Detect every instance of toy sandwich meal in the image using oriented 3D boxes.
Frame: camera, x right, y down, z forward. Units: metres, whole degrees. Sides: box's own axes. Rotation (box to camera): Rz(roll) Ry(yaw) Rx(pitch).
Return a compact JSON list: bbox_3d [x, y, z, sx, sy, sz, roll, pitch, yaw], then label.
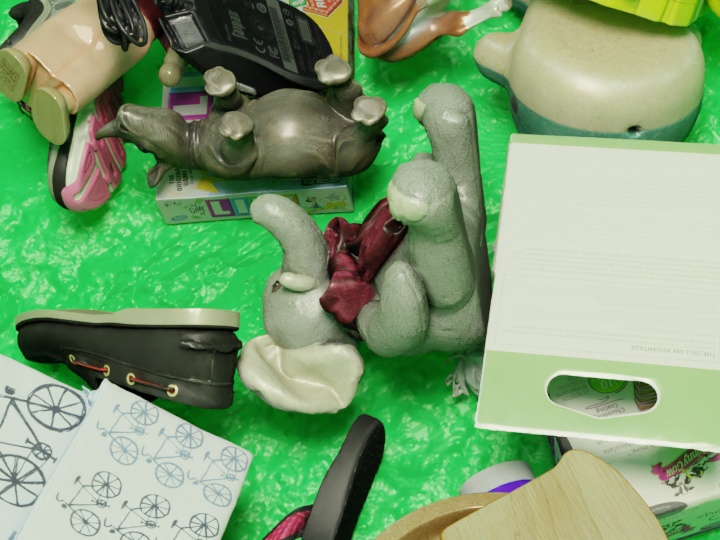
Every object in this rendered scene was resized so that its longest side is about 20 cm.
[{"bbox_3d":[0.078,0.186,0.869,0.202,0.071,0.207,-2,52,2],"label":"toy sandwich meal"}]

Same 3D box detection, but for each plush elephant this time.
[{"bbox_3d":[0.000,0.000,1.016,0.153,0.202,0.165,-5,32,12],"label":"plush elephant"}]

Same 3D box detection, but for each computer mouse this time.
[{"bbox_3d":[-0.110,-0.178,1.104,0.046,0.198,0.142,-41,57,35],"label":"computer mouse"}]

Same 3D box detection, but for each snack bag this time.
[{"bbox_3d":[-0.170,0.119,0.908,0.198,0.022,0.189,26,35,-2],"label":"snack bag"}]

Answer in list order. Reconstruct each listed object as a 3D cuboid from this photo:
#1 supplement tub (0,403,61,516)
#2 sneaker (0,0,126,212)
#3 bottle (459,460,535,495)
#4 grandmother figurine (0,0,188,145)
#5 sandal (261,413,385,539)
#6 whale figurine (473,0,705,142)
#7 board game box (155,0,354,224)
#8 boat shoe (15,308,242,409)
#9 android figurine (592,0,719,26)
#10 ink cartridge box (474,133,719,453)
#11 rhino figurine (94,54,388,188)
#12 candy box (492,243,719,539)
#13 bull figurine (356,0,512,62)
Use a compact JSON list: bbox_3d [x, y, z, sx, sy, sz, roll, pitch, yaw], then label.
[{"bbox_3d":[-0.185,0.186,0.959,0.145,0.145,0.200,-38,64,-12],"label":"supplement tub"},{"bbox_3d":[-0.215,-0.121,1.167,0.086,0.074,0.202,-8,57,4],"label":"sneaker"},{"bbox_3d":[0.111,0.207,0.946,0.083,0.065,0.202,-23,61,5],"label":"bottle"},{"bbox_3d":[-0.161,-0.173,1.129,0.122,0.060,0.200,50,54,-4],"label":"grandmother figurine"},{"bbox_3d":[-0.038,0.173,0.987,0.045,0.075,0.202,15,58,13],"label":"sandal"},{"bbox_3d":[0.151,-0.135,1.115,0.157,0.105,0.201,-7,38,-10],"label":"whale figurine"},{"bbox_3d":[-0.071,-0.132,1.170,0.133,0.034,0.202,-4,62,7],"label":"board game box"},{"bbox_3d":[-0.152,0.054,1.037,0.200,0.073,0.064,1,87,44],"label":"boat shoe"},{"bbox_3d":[0.174,-0.205,1.092,0.180,0.200,0.042,25,111,16],"label":"android figurine"},{"bbox_3d":[0.149,0.016,0.981,0.143,0.048,0.202,4,63,11],"label":"ink cartridge box"},{"bbox_3d":[-0.077,-0.089,1.079,0.197,0.088,0.061,-4,67,6],"label":"rhino figurine"},{"bbox_3d":[0.172,0.062,1.015,0.135,0.061,0.202,-16,60,0],"label":"candy box"},{"bbox_3d":[0.041,-0.228,1.157,0.120,0.065,0.202,-20,49,26],"label":"bull figurine"}]
